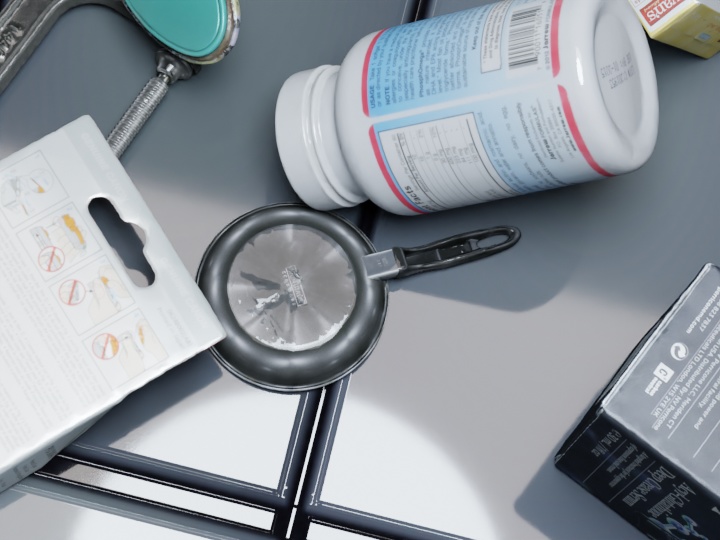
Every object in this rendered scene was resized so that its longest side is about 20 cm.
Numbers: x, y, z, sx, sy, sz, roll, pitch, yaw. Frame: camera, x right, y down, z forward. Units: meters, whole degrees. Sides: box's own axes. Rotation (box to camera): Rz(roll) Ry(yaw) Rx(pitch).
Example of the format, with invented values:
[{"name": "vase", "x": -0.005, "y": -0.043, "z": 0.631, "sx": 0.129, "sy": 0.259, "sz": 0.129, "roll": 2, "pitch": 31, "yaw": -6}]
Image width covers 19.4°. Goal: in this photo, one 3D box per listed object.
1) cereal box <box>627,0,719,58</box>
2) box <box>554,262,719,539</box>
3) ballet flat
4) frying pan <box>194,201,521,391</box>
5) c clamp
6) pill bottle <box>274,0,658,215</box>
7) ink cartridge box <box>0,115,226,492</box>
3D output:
[{"name": "cereal box", "x": 0.151, "y": -0.220, "z": 1.250, "sx": 0.040, "sy": 0.144, "sz": 0.200, "roll": -36, "pitch": 78, "yaw": 19}, {"name": "box", "x": 0.225, "y": 0.112, "z": 1.153, "sx": 0.200, "sy": 0.148, "sz": 0.107, "roll": 37, "pitch": 74, "yaw": 6}, {"name": "ballet flat", "x": -0.125, "y": -0.197, "z": 1.249, "sx": 0.072, "sy": 0.072, "sz": 0.200, "roll": -38, "pitch": 69, "yaw": -14}, {"name": "frying pan", "x": -0.003, "y": 0.016, "z": 1.226, "sx": 0.190, "sy": 0.031, "sz": 0.115, "roll": 5, "pitch": 74, "yaw": 0}, {"name": "c clamp", "x": -0.165, "y": -0.084, "z": 1.244, "sx": 0.171, "sy": 0.027, "sz": 0.200, "roll": 26, "pitch": 74, "yaw": 9}, {"name": "pill bottle", "x": 0.057, "y": -0.091, "z": 1.182, "sx": 0.200, "sy": 0.109, "sz": 0.109, "roll": -10, "pitch": 71, "yaw": 28}, {"name": "ink cartridge box", "x": -0.200, "y": 0.028, "z": 1.192, "sx": 0.200, "sy": 0.047, "sz": 0.160, "roll": -31, "pitch": 78, "yaw": -12}]
